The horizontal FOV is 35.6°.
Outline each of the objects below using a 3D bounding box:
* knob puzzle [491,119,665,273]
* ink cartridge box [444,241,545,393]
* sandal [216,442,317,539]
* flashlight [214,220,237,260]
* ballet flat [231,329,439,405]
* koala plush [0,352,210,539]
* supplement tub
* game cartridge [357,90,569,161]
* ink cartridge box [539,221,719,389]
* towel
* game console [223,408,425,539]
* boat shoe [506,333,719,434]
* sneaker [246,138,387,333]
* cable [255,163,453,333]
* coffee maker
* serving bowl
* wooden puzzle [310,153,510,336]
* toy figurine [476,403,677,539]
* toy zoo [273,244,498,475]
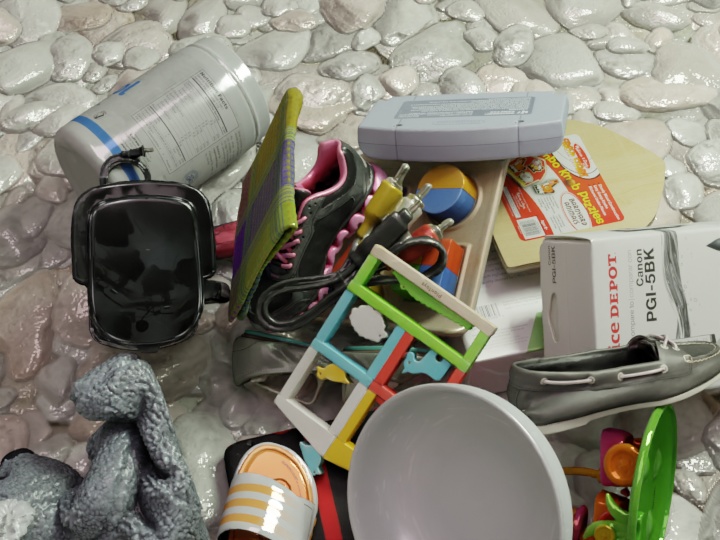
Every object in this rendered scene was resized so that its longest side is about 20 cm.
[{"bbox_3d":[0.208,-0.079,1.115,0.217,0.031,0.221,0,49,0],"label":"knob puzzle"},{"bbox_3d":[0.130,0.015,1.105,0.116,0.068,0.201,-10,54,-8],"label":"ink cartridge box"},{"bbox_3d":[-0.083,0.235,0.921,0.078,0.059,0.208,11,60,1],"label":"sandal"},{"bbox_3d":[-0.128,-0.032,1.146,0.198,0.068,0.068,-14,53,-8],"label":"flashlight"},{"bbox_3d":[-0.025,0.098,1.063,0.198,0.067,0.064,5,81,6],"label":"ballet flat"},{"bbox_3d":[-0.239,0.199,0.920,0.198,0.178,0.185,-19,68,-17],"label":"koala plush"},{"bbox_3d":[-0.209,-0.143,1.190,0.132,0.132,0.200,38,62,25],"label":"supplement tub"},{"bbox_3d":[0.102,-0.142,1.103,0.198,0.041,0.133,0,20,14],"label":"game cartridge"},{"bbox_3d":[0.270,0.035,1.009,0.198,0.083,0.148,-6,95,-21],"label":"ink cartridge box"},{"bbox_3d":[-0.086,-0.064,1.044,0.023,0.144,0.201,18,41,-17],"label":"towel"},{"bbox_3d":[-0.021,0.223,0.986,0.175,0.031,0.201,-13,54,-3],"label":"game console"},{"bbox_3d":[0.212,0.080,0.910,0.198,0.058,0.067,-15,13,-15],"label":"boat shoe"},{"bbox_3d":[-0.055,-0.038,1.058,0.079,0.095,0.201,23,75,35],"label":"sneaker"},{"bbox_3d":[0.000,0.000,1.027,0.200,0.050,0.097,-41,94,4],"label":"cable"},{"bbox_3d":[-0.202,-0.023,0.998,0.134,0.200,0.193,-26,90,-14],"label":"coffee maker"},{"bbox_3d":[0.086,0.185,0.894,0.200,0.201,0.066,41,27,27],"label":"serving bowl"},{"bbox_3d":[0.041,-0.037,1.089,0.184,0.046,0.202,2,66,37],"label":"wooden puzzle"},{"bbox_3d":[0.158,0.198,0.952,0.182,0.150,0.202,7,91,26],"label":"toy figurine"},{"bbox_3d":[0.012,0.096,0.984,0.131,0.020,0.201,34,96,14],"label":"toy zoo"}]
